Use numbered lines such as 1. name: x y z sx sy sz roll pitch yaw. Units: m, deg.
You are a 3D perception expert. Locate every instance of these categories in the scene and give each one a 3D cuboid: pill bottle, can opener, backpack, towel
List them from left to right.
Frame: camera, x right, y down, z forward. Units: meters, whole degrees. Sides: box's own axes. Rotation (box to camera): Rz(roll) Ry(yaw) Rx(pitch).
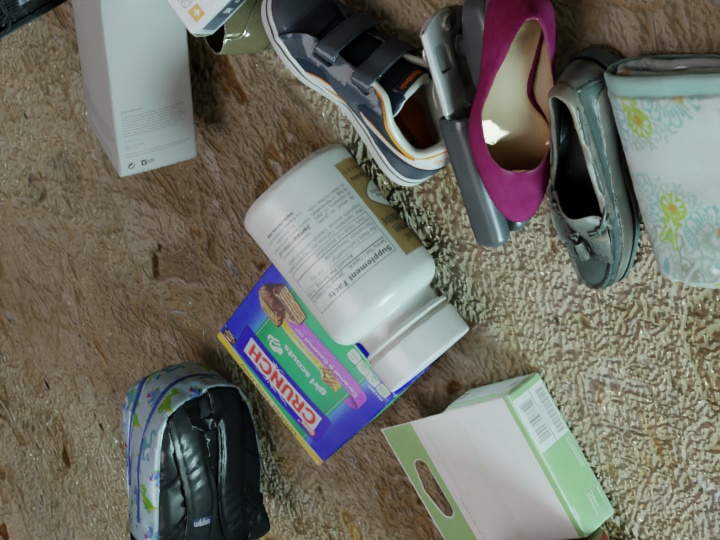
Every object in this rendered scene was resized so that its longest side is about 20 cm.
1. backpack: -0.186 0.202 1.808 0.154 0.162 0.202 45 142 42
2. pill bottle: 0.000 0.000 1.445 0.201 0.114 0.114 52 146 6
3. can opener: 0.093 -0.112 1.289 0.066 0.053 0.202 13 128 44
4. towel: 0.264 -0.061 1.125 0.199 0.048 0.173 10 125 48

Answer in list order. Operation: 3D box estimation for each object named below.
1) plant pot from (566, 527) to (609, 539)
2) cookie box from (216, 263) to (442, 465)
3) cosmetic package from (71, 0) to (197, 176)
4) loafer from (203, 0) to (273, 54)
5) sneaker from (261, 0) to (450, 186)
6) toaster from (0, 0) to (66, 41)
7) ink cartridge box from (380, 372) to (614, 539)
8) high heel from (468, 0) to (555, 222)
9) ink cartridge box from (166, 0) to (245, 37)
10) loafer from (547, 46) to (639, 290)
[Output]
1. plant pot: 0.179 0.334 1.454 0.200 0.199 0.179 -20 93 55
2. cookie box: -0.034 0.071 1.584 0.172 0.075 0.200 50 147 6
3. cosmetic package: -0.212 -0.203 1.540 0.108 0.084 0.201 -124 26 -43
4. loafer: -0.136 -0.273 1.425 0.201 0.067 0.076 58 146 -4
5. sneaker: 0.007 -0.162 1.334 0.200 0.078 0.079 47 152 -8
6. toaster: -0.342 -0.317 1.530 0.118 0.200 0.182 29 140 26
7. ink cartridge box: 0.121 0.179 1.507 0.199 0.048 0.146 -21 101 56
8. high heel: 0.114 -0.113 1.212 0.096 0.067 0.202 -101 1 -63
9. ink cartridge box: -0.123 -0.331 1.347 0.200 0.043 0.199 -40 85 24
10. loafer: 0.162 -0.066 1.232 0.071 0.063 0.202 23 135 37
